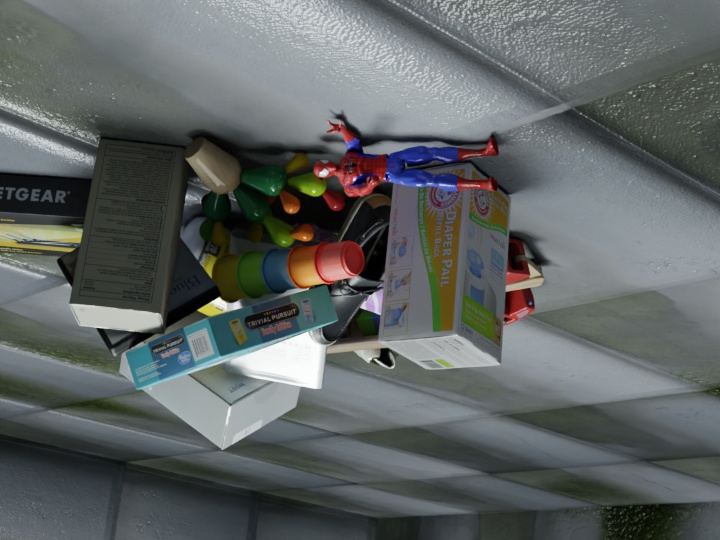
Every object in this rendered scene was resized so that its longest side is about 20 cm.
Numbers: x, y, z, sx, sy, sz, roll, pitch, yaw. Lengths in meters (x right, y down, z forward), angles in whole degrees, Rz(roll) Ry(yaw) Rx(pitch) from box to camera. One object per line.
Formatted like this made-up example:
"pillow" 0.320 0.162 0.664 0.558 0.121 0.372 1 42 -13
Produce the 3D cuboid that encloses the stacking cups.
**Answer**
"stacking cups" -0.080 -0.001 1.462 0.198 0.061 0.060 -7 158 36

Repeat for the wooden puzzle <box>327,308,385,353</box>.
"wooden puzzle" 0.018 0.047 1.718 0.183 0.200 0.047 -9 113 37

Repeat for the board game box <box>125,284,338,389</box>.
"board game box" -0.146 0.075 1.455 0.150 0.048 0.199 -22 176 39

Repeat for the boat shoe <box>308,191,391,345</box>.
"boat shoe" -0.007 0.006 1.507 0.074 0.202 0.062 9 -157 -43

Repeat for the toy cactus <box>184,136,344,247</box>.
"toy cactus" -0.127 -0.094 1.435 0.198 0.103 0.165 -9 138 44

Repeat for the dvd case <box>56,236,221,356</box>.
"dvd case" -0.266 0.008 1.504 0.142 0.200 0.018 -30 133 -13

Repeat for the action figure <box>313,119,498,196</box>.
"action figure" 0.038 -0.115 1.324 0.197 0.066 0.099 -1 169 18

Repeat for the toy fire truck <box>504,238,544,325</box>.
"toy fire truck" 0.191 0.019 1.679 0.140 0.049 0.199 -26 156 32

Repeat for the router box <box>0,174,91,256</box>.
"router box" -0.404 -0.067 1.626 0.197 0.053 0.158 4 161 5

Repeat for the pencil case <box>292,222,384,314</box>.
"pencil case" 0.000 0.000 1.590 0.198 0.084 0.086 19 141 14

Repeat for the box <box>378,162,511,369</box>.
"box" 0.097 -0.004 1.419 0.100 0.203 0.112 -7 157 32

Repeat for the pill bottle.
"pill bottle" -0.150 0.020 1.655 0.198 0.113 0.112 27 155 -20

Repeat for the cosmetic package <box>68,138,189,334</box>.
"cosmetic package" -0.256 -0.039 1.422 0.102 0.203 0.073 7 159 -1

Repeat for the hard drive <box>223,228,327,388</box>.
"hard drive" -0.102 0.050 1.582 0.130 0.027 0.202 10 122 5

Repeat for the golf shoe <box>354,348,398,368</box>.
"golf shoe" 0.025 0.110 1.900 0.078 0.098 0.200 -36 162 16

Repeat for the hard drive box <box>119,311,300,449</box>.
"hard drive box" -0.200 0.131 1.712 0.199 0.078 0.155 32 -146 27
